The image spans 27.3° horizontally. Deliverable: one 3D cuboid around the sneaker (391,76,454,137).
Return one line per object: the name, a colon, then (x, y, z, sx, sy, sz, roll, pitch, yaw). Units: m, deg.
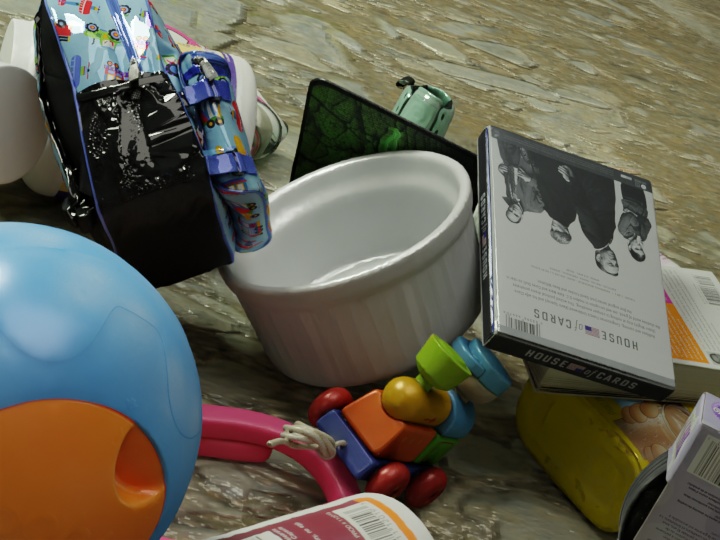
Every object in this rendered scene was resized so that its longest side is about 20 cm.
sneaker: (0.023, -0.111, 1.369, 0.073, 0.119, 0.200, 30, 32, 9)

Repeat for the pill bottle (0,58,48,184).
pill bottle: (-0.327, -0.121, 1.096, 0.199, 0.113, 0.112, 14, 22, 34)

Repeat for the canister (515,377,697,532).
canister: (0.238, 0.126, 1.178, 0.199, 0.087, 0.149, -7, 41, -38)

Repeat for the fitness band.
fitness band: (-0.093, 0.147, 0.971, 0.199, 0.038, 0.144, 8, 34, -22)

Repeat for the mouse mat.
mouse mat: (0.016, -0.065, 1.231, 0.160, 0.200, 0.008, 27, 58, 7)

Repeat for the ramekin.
ramekin: (0.000, 0.000, 1.123, 0.199, 0.098, 0.201, -16, 27, 8)

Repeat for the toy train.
toy train: (0.026, 0.089, 0.995, 0.085, 0.116, 0.200, 50, 12, 24)

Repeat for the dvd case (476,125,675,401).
dvd case: (0.157, -0.009, 1.101, 0.149, 0.025, 0.201, 18, 49, -18)

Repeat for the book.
book: (0.213, 0.040, 1.161, 0.199, 0.048, 0.134, 7, 38, -21)

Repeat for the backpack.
backpack: (-0.153, -0.105, 1.047, 0.134, 0.183, 0.201, -17, 71, -5)

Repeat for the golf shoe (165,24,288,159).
golf shoe: (-0.155, -0.173, 1.401, 0.200, 0.073, 0.092, 44, 29, 14)

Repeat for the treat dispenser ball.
treat dispenser ball: (-0.182, 0.076, 0.766, 0.199, 0.202, 0.201, 17, 31, -10)

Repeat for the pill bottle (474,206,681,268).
pill bottle: (0.176, -0.007, 1.316, 0.199, 0.113, 0.112, 35, 33, 20)

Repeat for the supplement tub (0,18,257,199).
supplement tub: (-0.197, -0.123, 1.215, 0.199, 0.146, 0.146, 10, 33, -20)

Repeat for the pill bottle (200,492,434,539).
pill bottle: (-0.054, 0.202, 0.836, 0.199, 0.115, 0.114, -9, 43, -41)

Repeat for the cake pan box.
cake pan box: (0.267, 0.199, 0.985, 0.199, 0.185, 0.052, 25, 26, 5)
